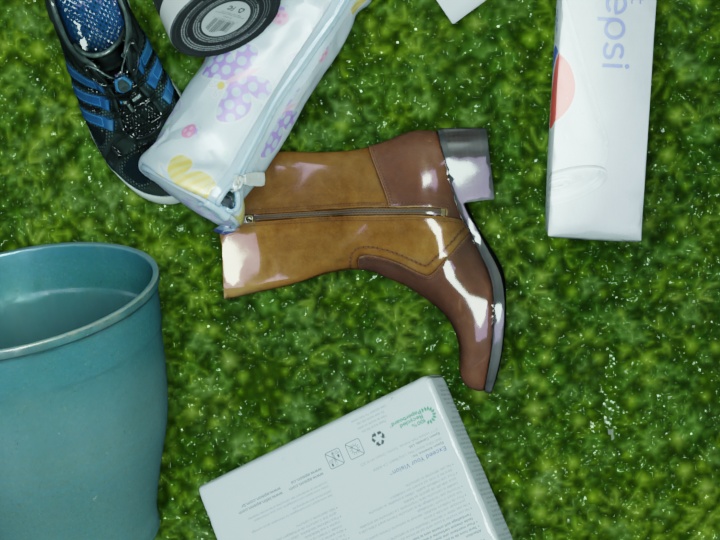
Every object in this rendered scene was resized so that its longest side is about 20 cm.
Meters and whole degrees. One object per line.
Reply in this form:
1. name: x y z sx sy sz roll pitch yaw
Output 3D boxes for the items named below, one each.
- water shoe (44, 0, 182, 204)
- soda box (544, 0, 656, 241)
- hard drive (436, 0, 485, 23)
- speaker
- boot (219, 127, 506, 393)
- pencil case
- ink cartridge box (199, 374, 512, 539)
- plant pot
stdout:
1. water shoe: -0.173 -0.135 1.519 0.071 0.079 0.201 -26 94 5
2. soda box: 0.165 -0.123 1.514 0.068 0.063 0.202 4 96 2
3. hard drive: 0.108 -0.278 1.494 0.199 0.025 0.132 -35 120 5
4. speaker: -0.125 -0.244 1.464 0.081 0.081 0.201 -27 65 5
5. boot: 0.000 0.000 1.532 0.198 0.068 0.190 -7 96 4
6. pencil case: -0.071 -0.128 1.492 0.083 0.091 0.201 32 81 -22
7. ink cartridge box: 0.008 0.203 1.520 0.195 0.043 0.201 -26 80 20
8. plant pot: -0.218 0.104 1.500 0.198 0.200 0.190 -8 110 3
